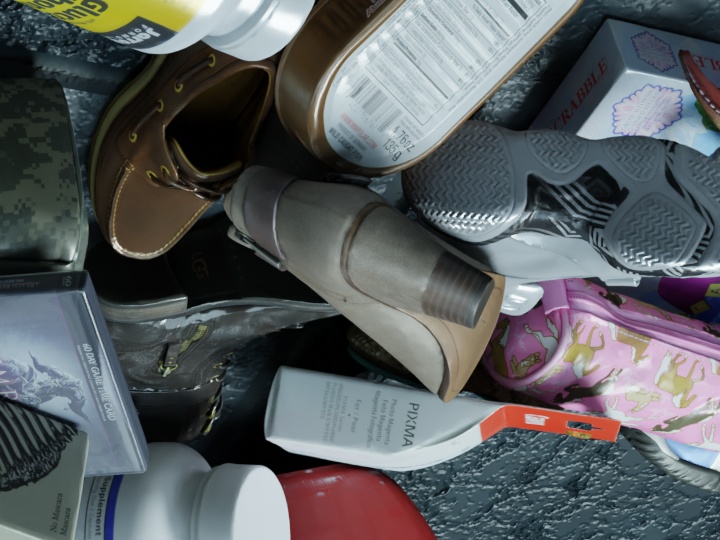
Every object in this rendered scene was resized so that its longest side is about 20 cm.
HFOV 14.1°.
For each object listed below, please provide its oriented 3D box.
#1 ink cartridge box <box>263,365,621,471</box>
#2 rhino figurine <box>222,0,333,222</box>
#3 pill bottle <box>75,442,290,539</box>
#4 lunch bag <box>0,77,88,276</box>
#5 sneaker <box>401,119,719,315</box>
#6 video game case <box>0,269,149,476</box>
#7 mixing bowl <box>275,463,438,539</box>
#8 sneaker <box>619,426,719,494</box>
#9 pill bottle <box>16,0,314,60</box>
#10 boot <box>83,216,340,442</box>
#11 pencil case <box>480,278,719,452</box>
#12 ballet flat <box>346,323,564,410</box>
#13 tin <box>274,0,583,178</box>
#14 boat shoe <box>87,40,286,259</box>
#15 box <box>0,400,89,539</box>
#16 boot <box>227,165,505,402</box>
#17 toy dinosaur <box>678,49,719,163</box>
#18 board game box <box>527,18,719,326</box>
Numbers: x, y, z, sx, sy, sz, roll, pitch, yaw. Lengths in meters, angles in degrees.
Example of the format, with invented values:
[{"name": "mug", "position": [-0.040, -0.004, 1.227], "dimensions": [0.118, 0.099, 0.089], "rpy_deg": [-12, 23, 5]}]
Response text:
[{"name": "ink cartridge box", "position": [0.049, 0.099, 1.722], "dimensions": [0.199, 0.057, 0.163], "rpy_deg": [13, 174, 5]}, {"name": "rhino figurine", "position": [-0.013, -0.085, 1.577], "dimensions": [0.087, 0.060, 0.200], "rpy_deg": [2, 137, -26]}, {"name": "pill bottle", "position": [-0.147, 0.158, 1.735], "dimensions": [0.199, 0.113, 0.112], "rpy_deg": [-3, 147, 22]}, {"name": "lunch bag", "position": [-0.242, -0.007, 1.527], "dimensions": [0.167, 0.140, 0.200], "rpy_deg": [-1, 139, -20]}, {"name": "sneaker", "position": [0.119, -0.024, 1.595], "dimensions": [0.199, 0.075, 0.115], "rpy_deg": [10, 159, 3]}, {"name": "video game case", "position": [-0.220, 0.060, 1.493], "dimensions": [0.199, 0.019, 0.143], "rpy_deg": [-4, 136, 10]}, {"name": "mixing bowl", "position": [-0.035, 0.181, 1.828], "dimensions": [0.199, 0.109, 0.200], "rpy_deg": [-12, 174, -1]}, {"name": "sneaker", "position": [0.251, 0.102, 1.904], "dimensions": [0.199, 0.076, 0.077], "rpy_deg": [12, 112, -31]}, {"name": "pill bottle", "position": [-0.117, -0.169, 1.393], "dimensions": [0.199, 0.112, 0.112], "rpy_deg": [20, 130, -36]}, {"name": "boot", "position": [-0.086, 0.041, 1.713], "dimensions": [0.199, 0.070, 0.174], "rpy_deg": [-2, 146, -11]}, {"name": "pencil case", "position": [0.163, 0.051, 1.721], "dimensions": [0.199, 0.083, 0.087], "rpy_deg": [16, 106, -34]}, {"name": "ballet flat", "position": [0.067, 0.042, 1.751], "dimensions": [0.200, 0.070, 0.065], "rpy_deg": [16, 112, -54]}, {"name": "tin", "position": [0.044, -0.131, 1.505], "dimensions": [0.200, 0.042, 0.112], "rpy_deg": [-45, 144, 3]}, {"name": "boat shoe", "position": [-0.093, -0.070, 1.558], "dimensions": [0.072, 0.068, 0.200], "rpy_deg": [8, 137, -24]}, {"name": "box", "position": [-0.241, 0.094, 1.461], "dimensions": [0.199, 0.082, 0.068], "rpy_deg": [22, 135, -20]}, {"name": "boot", "position": [0.000, 0.000, 1.563], "dimensions": [0.146, 0.070, 0.200], "rpy_deg": [25, 163, 8]}, {"name": "toy dinosaur", "position": [0.277, -0.053, 1.634], "dimensions": [0.181, 0.105, 0.201], "rpy_deg": [-25, 134, -19]}, {"name": "board game box", "position": [0.180, -0.048, 1.703], "dimensions": [0.199, 0.041, 0.200], "rpy_deg": [9, 136, -28]}]
